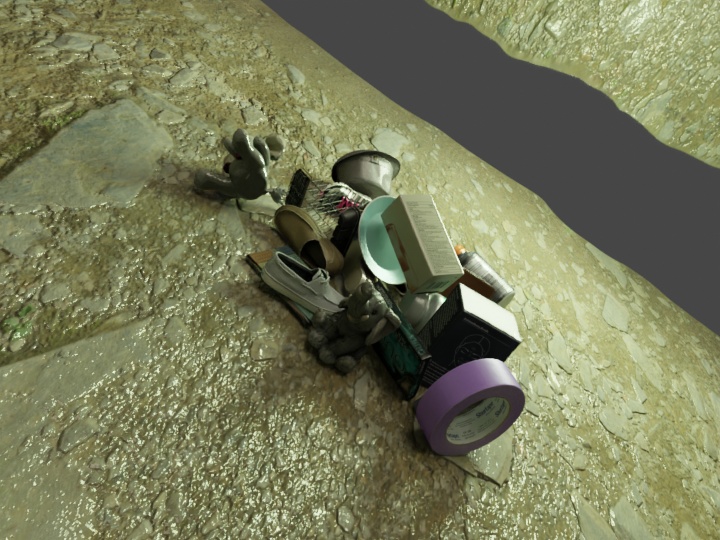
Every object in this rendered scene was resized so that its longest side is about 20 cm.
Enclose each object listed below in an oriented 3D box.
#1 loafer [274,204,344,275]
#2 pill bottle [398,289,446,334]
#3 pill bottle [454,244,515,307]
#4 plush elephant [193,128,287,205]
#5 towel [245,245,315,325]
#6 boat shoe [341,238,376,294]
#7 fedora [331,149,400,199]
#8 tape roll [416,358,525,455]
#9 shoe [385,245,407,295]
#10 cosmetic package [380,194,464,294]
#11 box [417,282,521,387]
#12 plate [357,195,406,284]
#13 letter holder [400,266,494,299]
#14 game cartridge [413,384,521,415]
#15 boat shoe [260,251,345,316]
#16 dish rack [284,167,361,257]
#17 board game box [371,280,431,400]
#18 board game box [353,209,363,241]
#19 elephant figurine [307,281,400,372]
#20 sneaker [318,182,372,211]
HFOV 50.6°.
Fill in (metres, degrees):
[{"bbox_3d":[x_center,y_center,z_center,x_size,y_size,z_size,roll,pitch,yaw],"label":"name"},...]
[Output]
[{"bbox_3d":[-0.118,-0.068,1.681,0.200,0.076,0.067,42,20,9],"label":"loafer"},{"bbox_3d":[0.182,0.123,1.700,0.198,0.114,0.114,31,27,-12],"label":"pill bottle"},{"bbox_3d":[0.309,0.023,2.025,0.200,0.107,0.106,47,28,20],"label":"pill bottle"},{"bbox_3d":[-0.252,-0.238,1.701,0.199,0.165,0.156,29,23,-31],"label":"plush elephant"},{"bbox_3d":[-0.132,0.029,1.574,0.200,0.022,0.146,45,27,18],"label":"towel"},{"bbox_3d":[0.000,0.000,1.728,0.059,0.072,0.201,40,20,-25],"label":"boat shoe"},{"bbox_3d":[0.019,-0.238,2.042,0.198,0.176,0.092,17,52,-36],"label":"fedora"},{"bbox_3d":[0.205,0.256,1.416,0.198,0.201,0.066,13,33,-39],"label":"tape roll"},{"bbox_3d":[0.063,-0.031,1.759,0.202,0.069,0.053,65,-2,-21],"label":"shoe"},{"bbox_3d":[0.133,-0.058,1.660,0.102,0.087,0.203,-2,63,-37],"label":"cosmetic package"},{"bbox_3d":[0.211,0.156,1.586,0.147,0.201,0.108,29,27,-15],"label":"box"},{"bbox_3d":[0.064,-0.067,1.721,0.198,0.025,0.204,9,76,-40],"label":"plate"},{"bbox_3d":[0.210,0.026,1.858,0.198,0.143,0.101,27,28,-19],"label":"letter holder"},{"bbox_3d":[0.213,0.253,1.514,0.198,0.129,0.039,14,52,-39],"label":"game cartridge"},{"bbox_3d":[-0.098,0.028,1.509,0.199,0.072,0.070,28,27,-15],"label":"boat shoe"},{"bbox_3d":[-0.095,-0.132,1.737,0.054,0.154,0.200,-20,58,-41],"label":"dish rack"},{"bbox_3d":[0.065,0.139,1.513,0.028,0.136,0.201,-15,52,-26],"label":"board game box"},{"bbox_3d":[0.059,-0.094,1.875,0.197,0.200,0.063,3,81,-16],"label":"board game box"},{"bbox_3d":[0.006,0.088,1.431,0.141,0.200,0.156,36,27,-16],"label":"elephant figurine"},{"bbox_3d":[-0.023,-0.164,1.952,0.198,0.074,0.088,15,27,-46],"label":"sneaker"}]
